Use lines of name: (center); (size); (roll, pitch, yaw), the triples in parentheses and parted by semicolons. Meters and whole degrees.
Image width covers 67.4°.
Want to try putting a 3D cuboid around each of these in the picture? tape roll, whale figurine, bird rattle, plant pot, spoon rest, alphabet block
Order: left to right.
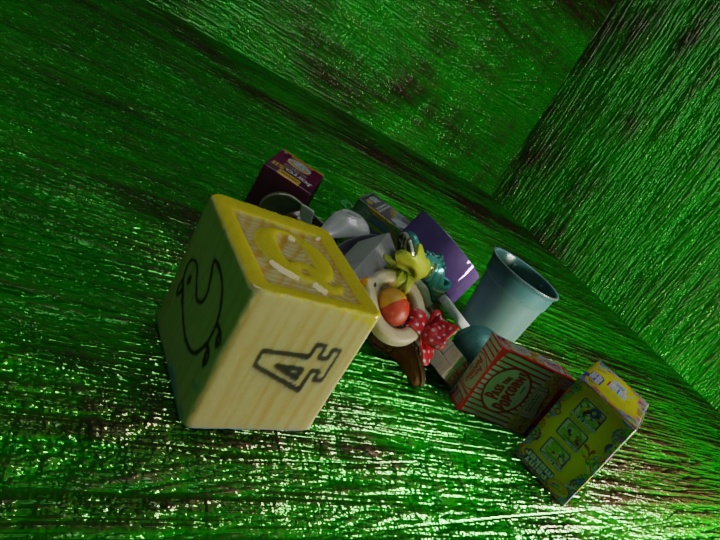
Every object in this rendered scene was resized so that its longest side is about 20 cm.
alphabet block: (-0.124, 0.059, 0.689); (0.192, 0.204, 0.197); (13, 28, -41)
spoon rest: (-0.057, -0.099, 1.163); (0.098, 0.062, 0.196); (35, 20, 35)
bird rattle: (0.069, 0.067, 0.929); (0.158, 0.111, 0.208); (-10, 84, -35)
tape roll: (0.176, -0.031, 1.234); (0.201, 0.085, 0.200); (50, 4, -4)
whale figurine: (0.282, 0.196, 1.140); (0.197, 0.105, 0.159); (36, 21, 5)
plant pot: (0.363, 0.085, 1.367); (0.196, 0.200, 0.202); (28, 20, -12)

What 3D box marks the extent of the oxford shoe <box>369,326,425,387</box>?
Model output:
oxford shoe: (0.057, 0.140, 1.007); (0.069, 0.073, 0.202); (-13, 45, -22)

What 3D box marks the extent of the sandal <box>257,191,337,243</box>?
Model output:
sandal: (-0.133, -0.103, 1.181); (0.197, 0.081, 0.058); (30, 16, -13)

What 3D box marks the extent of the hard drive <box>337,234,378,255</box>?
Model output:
hard drive: (0.000, 0.000, 1.130); (0.199, 0.041, 0.140); (-22, 97, -63)

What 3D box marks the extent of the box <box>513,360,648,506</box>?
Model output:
box: (0.415, 0.295, 1.007); (0.122, 0.196, 0.197); (43, 22, 26)

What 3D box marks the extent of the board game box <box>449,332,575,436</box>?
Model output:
board game box: (0.289, 0.222, 1.030); (0.195, 0.154, 0.047); (23, 22, -22)

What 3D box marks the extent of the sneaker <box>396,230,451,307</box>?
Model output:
sneaker: (0.125, -0.013, 1.051); (0.202, 0.078, 0.079); (57, 6, -49)

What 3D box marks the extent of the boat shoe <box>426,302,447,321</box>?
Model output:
boat shoe: (0.133, 0.075, 1.230); (0.068, 0.074, 0.203); (12, 38, -51)

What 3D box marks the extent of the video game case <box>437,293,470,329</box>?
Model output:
video game case: (0.193, 0.067, 1.283); (0.200, 0.024, 0.183); (46, 5, -44)

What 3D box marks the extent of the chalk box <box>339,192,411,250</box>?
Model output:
chalk box: (0.026, -0.111, 1.383); (0.197, 0.126, 0.124); (36, 22, 9)

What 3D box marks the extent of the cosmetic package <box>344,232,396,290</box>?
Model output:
cosmetic package: (0.006, 0.024, 0.999); (0.200, 0.082, 0.111); (-46, 118, -56)

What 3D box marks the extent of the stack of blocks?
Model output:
stack of blocks: (0.132, 0.125, 1.071); (0.201, 0.058, 0.115); (53, 4, 38)

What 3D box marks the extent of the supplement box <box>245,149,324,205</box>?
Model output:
supplement box: (-0.176, -0.198, 1.291); (0.128, 0.105, 0.201); (31, 22, -7)
